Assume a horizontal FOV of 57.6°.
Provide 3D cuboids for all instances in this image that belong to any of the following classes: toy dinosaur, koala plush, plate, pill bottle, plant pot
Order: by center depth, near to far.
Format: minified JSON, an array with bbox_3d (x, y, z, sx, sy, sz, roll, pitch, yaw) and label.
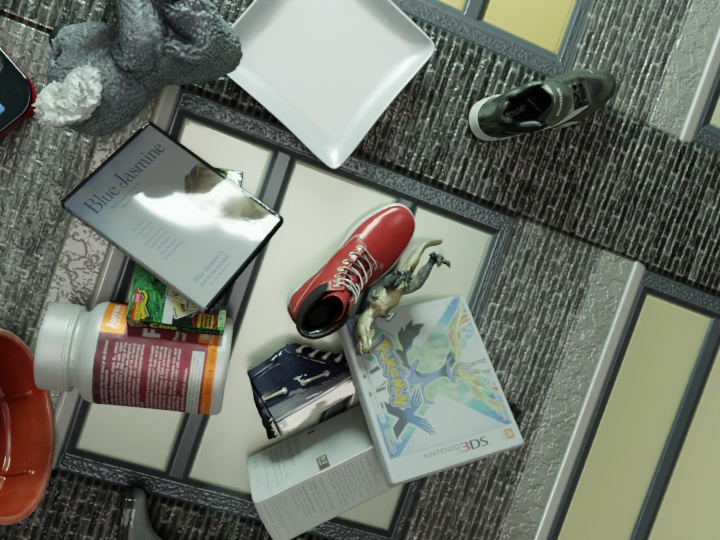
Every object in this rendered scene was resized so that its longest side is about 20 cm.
[{"bbox_3d":[-0.246,-0.220,0.679,0.184,0.177,0.200,41,91,-11],"label":"koala plush"},{"bbox_3d":[-0.462,0.177,0.683,0.193,0.201,0.203,-10,98,-1],"label":"plant pot"},{"bbox_3d":[-0.251,0.097,0.743,0.198,0.114,0.115,9,94,-12],"label":"pill bottle"},{"bbox_3d":[0.054,0.010,0.768,0.047,0.088,0.200,44,63,-4],"label":"toy dinosaur"},{"bbox_3d":[-0.043,-0.259,0.785,0.199,0.032,0.200,40,88,-11],"label":"plate"}]

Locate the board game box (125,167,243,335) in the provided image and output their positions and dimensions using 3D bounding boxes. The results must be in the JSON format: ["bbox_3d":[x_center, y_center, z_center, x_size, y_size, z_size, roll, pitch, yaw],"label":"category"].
[{"bbox_3d":[-0.194,-0.030,0.741,0.104,0.023,0.202,6,66,-10],"label":"board game box"}]

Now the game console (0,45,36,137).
[{"bbox_3d":[-0.479,-0.193,0.712,0.200,0.031,0.177,-41,102,-5],"label":"game console"}]

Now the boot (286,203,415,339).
[{"bbox_3d":[0.000,0.000,0.765,0.200,0.144,0.072,-44,100,-5],"label":"boot"}]

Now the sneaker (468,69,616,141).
[{"bbox_3d":[0.240,-0.207,0.814,0.198,0.090,0.067,-17,100,-8],"label":"sneaker"}]

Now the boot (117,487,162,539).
[{"bbox_3d":[-0.228,0.352,0.808,0.130,0.070,0.202,-4,104,-17],"label":"boot"}]

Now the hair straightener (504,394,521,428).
[{"bbox_3d":[0.131,0.171,0.866,0.199,0.041,0.077,30,90,-17],"label":"hair straightener"}]

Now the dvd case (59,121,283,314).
[{"bbox_3d":[-0.205,-0.064,0.730,0.199,0.018,0.143,35,65,3],"label":"dvd case"}]

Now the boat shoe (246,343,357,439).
[{"bbox_3d":[-0.046,0.118,0.809,0.199,0.075,0.093,-29,84,-17],"label":"boat shoe"}]

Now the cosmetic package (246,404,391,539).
[{"bbox_3d":[-0.032,0.238,0.802,0.199,0.102,0.074,-26,111,-8],"label":"cosmetic package"}]

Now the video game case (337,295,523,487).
[{"bbox_3d":[0.082,0.135,0.784,0.181,0.022,0.201,-8,65,-25],"label":"video game case"}]
